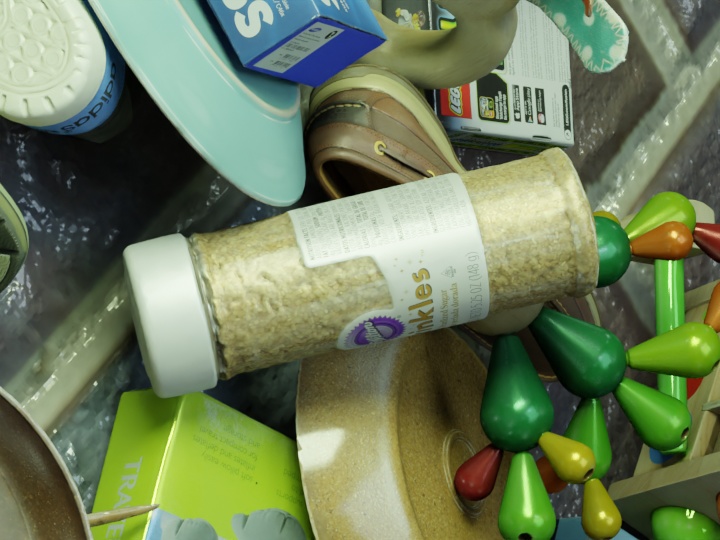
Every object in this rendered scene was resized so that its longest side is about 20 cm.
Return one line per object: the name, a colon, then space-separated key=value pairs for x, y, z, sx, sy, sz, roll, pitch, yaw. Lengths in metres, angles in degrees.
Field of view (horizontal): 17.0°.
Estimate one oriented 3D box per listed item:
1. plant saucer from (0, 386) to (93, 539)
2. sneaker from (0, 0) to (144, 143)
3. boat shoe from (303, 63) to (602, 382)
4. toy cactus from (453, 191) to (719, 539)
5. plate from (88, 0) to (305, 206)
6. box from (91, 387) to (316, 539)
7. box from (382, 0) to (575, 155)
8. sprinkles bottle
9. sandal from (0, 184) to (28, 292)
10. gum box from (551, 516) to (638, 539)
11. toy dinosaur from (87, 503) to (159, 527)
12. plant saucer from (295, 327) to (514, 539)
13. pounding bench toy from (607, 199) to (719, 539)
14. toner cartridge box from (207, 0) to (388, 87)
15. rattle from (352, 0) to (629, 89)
plant saucer: x=-0.197 y=0.121 z=0.885 sx=0.200 sy=0.032 sz=0.201 roll=1 pitch=87 yaw=-19
sneaker: x=-0.157 y=-0.140 z=1.014 sx=0.200 sy=0.077 sz=0.111 roll=56 pitch=6 yaw=13
boat shoe: x=0.041 y=-0.009 z=1.174 sx=0.200 sy=0.072 sz=0.068 roll=46 pitch=35 yaw=-23
toy cactus: x=0.089 y=0.027 z=1.129 sx=0.165 sy=0.102 sz=0.200 roll=37 pitch=75 yaw=-17
plate: x=-0.073 y=-0.120 z=1.045 sx=0.200 sy=0.026 sz=0.200 roll=52 pitch=18 yaw=-24
box: x=-0.073 y=0.164 z=1.061 sx=0.122 sy=0.048 sz=0.201 roll=30 pitch=62 yaw=-37
box: x=0.059 y=-0.165 z=1.252 sx=0.110 sy=0.035 sz=0.201 roll=5 pitch=80 yaw=-44
sprinkles bottle: x=0.000 y=0.000 z=1.042 sx=0.199 sy=0.068 sz=0.068 roll=-14 pitch=94 yaw=-7
sandal: x=-0.205 y=-0.072 z=0.961 sx=0.201 sy=0.080 sz=0.057 roll=57 pitch=22 yaw=-24
gum box: x=0.155 y=0.247 z=1.274 sx=0.200 sy=0.044 sz=0.170 roll=35 pitch=60 yaw=-37
toy dinosaur: x=-0.170 y=0.160 z=0.969 sx=0.106 sy=0.060 sz=0.200 roll=41 pitch=66 yaw=-47
plant saucer: x=0.036 y=0.100 z=1.139 sx=0.200 sy=0.035 sz=0.201 roll=41 pitch=40 yaw=-49
pounding bench toy: x=0.201 y=0.076 z=1.285 sx=0.200 sy=0.124 sz=0.156 roll=35 pitch=60 yaw=-20
toner cartridge box: x=-0.064 y=-0.180 z=1.056 sx=0.200 sy=0.043 sz=0.095 roll=62 pitch=14 yaw=10
rattle: x=0.056 y=-0.163 z=1.131 sx=0.143 sy=0.200 sz=0.130 roll=-50 pitch=118 yaw=-37
